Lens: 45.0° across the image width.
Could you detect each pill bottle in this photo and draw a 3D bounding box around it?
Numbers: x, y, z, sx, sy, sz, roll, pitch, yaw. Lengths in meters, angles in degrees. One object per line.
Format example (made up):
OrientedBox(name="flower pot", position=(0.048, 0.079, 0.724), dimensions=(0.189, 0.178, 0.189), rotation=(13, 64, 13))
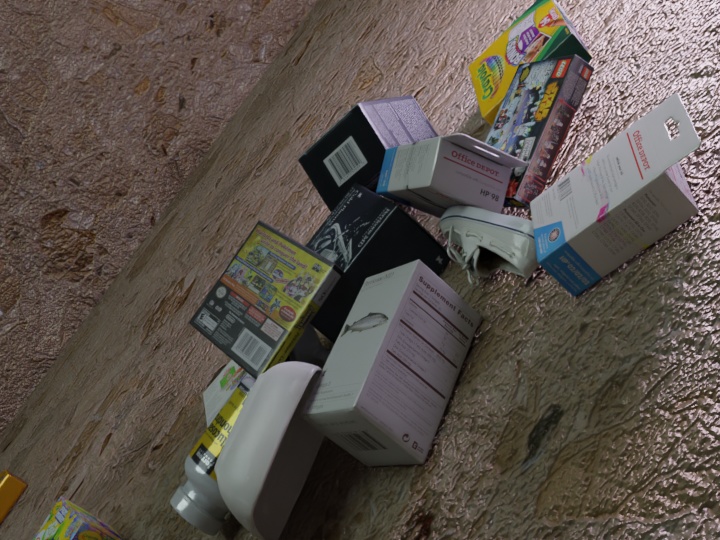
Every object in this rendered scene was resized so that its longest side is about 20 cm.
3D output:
OrientedBox(name="pill bottle", position=(-0.175, 0.261, 1.215), dimensions=(0.202, 0.112, 0.112), rotation=(-55, 23, -8))

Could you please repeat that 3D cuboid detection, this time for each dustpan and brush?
OrientedBox(name="dustpan and brush", position=(-0.077, 0.115, 1.278), dimensions=(0.056, 0.142, 0.199), rotation=(-22, 32, -22))

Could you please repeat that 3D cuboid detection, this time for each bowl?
OrientedBox(name="bowl", position=(-0.108, 0.214, 1.061), dimensions=(0.201, 0.073, 0.203), rotation=(82, -149, -63))

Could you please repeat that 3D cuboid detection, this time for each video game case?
OrientedBox(name="video game case", position=(-0.134, 0.039, 1.202), dimensions=(0.199, 0.025, 0.183), rotation=(28, 82, 47))

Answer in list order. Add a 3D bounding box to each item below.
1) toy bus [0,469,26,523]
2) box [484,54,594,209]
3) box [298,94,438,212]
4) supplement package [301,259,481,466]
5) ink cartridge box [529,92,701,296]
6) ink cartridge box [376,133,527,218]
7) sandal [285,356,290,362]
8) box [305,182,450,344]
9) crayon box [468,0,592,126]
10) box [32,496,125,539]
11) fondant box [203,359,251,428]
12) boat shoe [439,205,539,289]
OrientedBox(name="toy bus", position=(-0.936, 0.612, 2.208), dimensions=(0.202, 0.065, 0.078), rotation=(-58, 25, -16))
OrientedBox(name="box", position=(0.222, -0.184, 1.167), dimensions=(0.204, 0.039, 0.136), rotation=(-66, 24, -3))
OrientedBox(name="box", position=(0.021, -0.194, 1.421), dimensions=(0.148, 0.108, 0.199), rotation=(-37, -6, 31))
OrientedBox(name="supplement package", position=(0.038, 0.111, 1.025), dimensions=(0.116, 0.117, 0.203), rotation=(-21, 37, 53))
OrientedBox(name="ink cartridge box", position=(0.278, -0.079, 0.915), dimensions=(0.199, 0.068, 0.116), rotation=(-39, 25, 29))
OrientedBox(name="ink cartridge box", position=(0.115, -0.119, 1.139), dimensions=(0.199, 0.114, 0.068), rotation=(4, 76, 66))
OrientedBox(name="sandal", position=(-0.116, 0.128, 1.247), dimensions=(0.048, 0.201, 0.076), rotation=(-36, -19, -19))
OrientedBox(name="box", position=(0.000, 0.000, 1.263), dimensions=(0.201, 0.123, 0.196), rotation=(-51, 24, 0))
OrientedBox(name="crayon box", position=(0.254, -0.319, 1.334), dimensions=(0.172, 0.058, 0.202), rotation=(-41, 25, 24))
OrientedBox(name="box", position=(-0.483, 0.504, 1.427), dimensions=(0.195, 0.121, 0.199), rotation=(-59, 23, -17))
OrientedBox(name="fondant box", position=(-0.181, 0.203, 1.386), dimensions=(0.145, 0.058, 0.200), rotation=(-49, 23, 6))
OrientedBox(name="boat shoe", position=(0.151, -0.022, 1.081), dimensions=(0.087, 0.074, 0.201), rotation=(-58, 33, -8))
